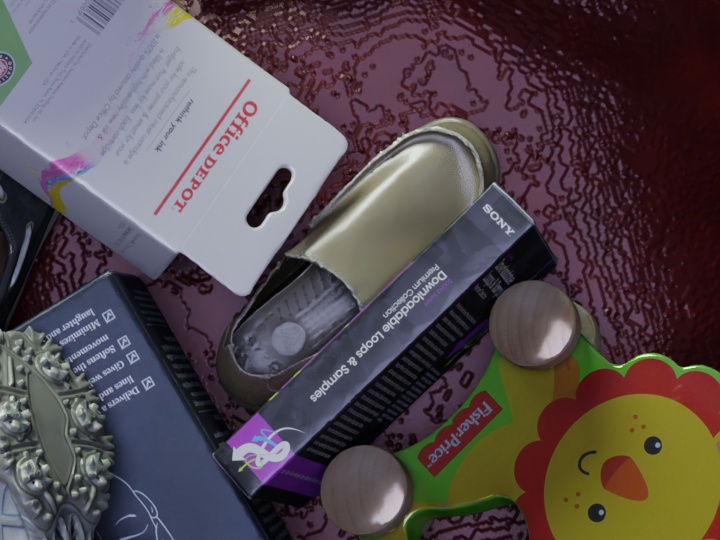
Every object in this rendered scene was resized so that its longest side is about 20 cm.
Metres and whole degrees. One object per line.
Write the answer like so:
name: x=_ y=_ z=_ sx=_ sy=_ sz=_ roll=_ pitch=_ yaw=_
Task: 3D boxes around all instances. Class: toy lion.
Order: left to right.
toy lion: x=0.108 y=0.117 z=1.291 sx=0.200 sy=0.069 sz=0.192 roll=-44 pitch=67 yaw=4

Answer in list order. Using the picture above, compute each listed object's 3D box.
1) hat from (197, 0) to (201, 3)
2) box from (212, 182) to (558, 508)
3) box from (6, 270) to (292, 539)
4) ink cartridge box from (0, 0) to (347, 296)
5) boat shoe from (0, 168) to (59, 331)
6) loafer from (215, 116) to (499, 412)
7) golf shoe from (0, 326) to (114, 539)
hat: x=0.026 y=-0.251 z=1.377 sx=0.199 sy=0.176 sz=0.167 roll=-6 pitch=86 yaw=-34
box: x=0.017 y=0.043 z=1.307 sx=0.200 sy=0.143 sz=0.036 roll=-42 pitch=78 yaw=1
box: x=-0.138 y=0.123 z=1.333 sx=0.148 sy=0.107 sz=0.201 roll=-30 pitch=86 yaw=2
ink cartridge box: x=-0.120 y=-0.078 z=1.330 sx=0.200 sy=0.067 sz=0.117 roll=37 pitch=69 yaw=-6
boat shoe: x=-0.200 y=-0.043 z=1.361 sx=0.071 sy=0.068 sz=0.201 roll=16 pitch=87 yaw=5
loafer: x=0.000 y=0.000 z=1.347 sx=0.076 sy=0.067 sz=0.200 roll=41 pitch=91 yaw=3
golf shoe: x=-0.168 y=0.130 z=1.246 sx=0.097 sy=0.078 sz=0.201 roll=-32 pitch=65 yaw=36
